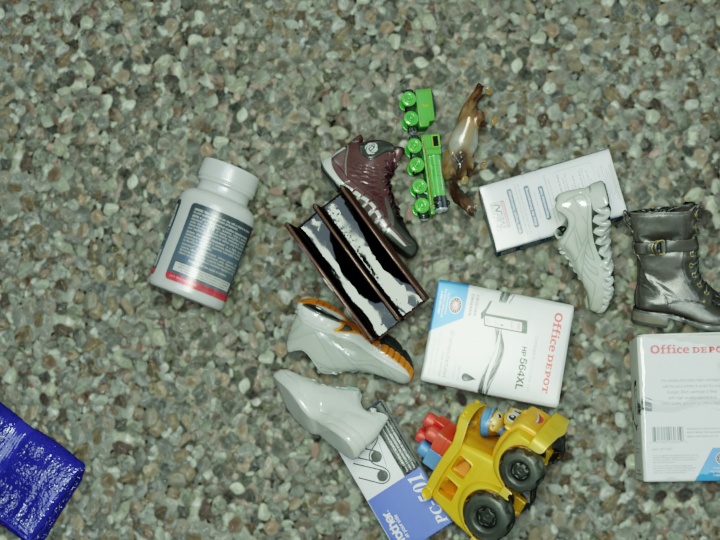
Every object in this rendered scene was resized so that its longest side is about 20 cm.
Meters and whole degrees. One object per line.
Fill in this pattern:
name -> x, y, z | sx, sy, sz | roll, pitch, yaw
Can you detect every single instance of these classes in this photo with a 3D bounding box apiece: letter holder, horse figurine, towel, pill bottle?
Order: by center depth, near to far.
letter holder -> -0.004, -0.010, 1.619 | 0.100, 0.142, 0.201 | -37, 86, 4
horse figurine -> 0.158, -0.183, 1.706 | 0.049, 0.132, 0.204 | 13, 90, -14
pill bottle -> -0.223, -0.055, 1.724 | 0.118, 0.120, 0.203 | 20, 85, 7
towel -> -0.523, 0.298, 1.741 | 0.198, 0.050, 0.149 | 32, 87, 8

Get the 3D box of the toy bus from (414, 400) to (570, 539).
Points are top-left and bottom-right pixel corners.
toy bus -> 0.169, 0.251, 1.624 | 0.191, 0.135, 0.202 | 37, 115, 17

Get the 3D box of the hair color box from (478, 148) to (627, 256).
hair color box -> 0.279, -0.098, 1.713 | 0.196, 0.061, 0.102 | -16, 83, 3

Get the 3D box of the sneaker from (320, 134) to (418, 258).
sneaker -> 0.041, -0.123, 1.733 | 0.115, 0.076, 0.200 | -43, 80, -4

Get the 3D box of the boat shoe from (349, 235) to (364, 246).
boat shoe -> 0.000, 0.000, 1.720 | 0.199, 0.073, 0.065 | 36, 82, 8

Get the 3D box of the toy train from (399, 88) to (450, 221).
toy train -> 0.096, -0.175, 1.752 | 0.055, 0.042, 0.204 | -6, 82, -7

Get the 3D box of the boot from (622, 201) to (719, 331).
boot -> 0.469, -0.008, 1.657 | 0.196, 0.069, 0.178 | 1, 100, 7

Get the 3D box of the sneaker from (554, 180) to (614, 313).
sneaker -> 0.318, -0.030, 1.662 | 0.079, 0.076, 0.203 | -8, 118, 7

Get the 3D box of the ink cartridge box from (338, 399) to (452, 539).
ink cartridge box -> 0.044, 0.297, 1.692 | 0.093, 0.044, 0.202 | -31, 81, 2

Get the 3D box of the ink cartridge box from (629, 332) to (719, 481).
ink cartridge box -> 0.458, 0.192, 1.647 | 0.143, 0.084, 0.204 | -1, 82, 5

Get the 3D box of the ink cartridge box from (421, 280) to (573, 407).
ink cartridge box -> 0.196, 0.105, 1.675 | 0.196, 0.084, 0.149 | 10, 84, 7

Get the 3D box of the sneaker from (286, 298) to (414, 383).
sneaker -> -0.017, 0.123, 1.716 | 0.198, 0.076, 0.093 | 29, 107, 5

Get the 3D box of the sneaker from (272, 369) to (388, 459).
sneaker -> -0.042, 0.191, 1.685 | 0.088, 0.076, 0.199 | -39, 49, -22
